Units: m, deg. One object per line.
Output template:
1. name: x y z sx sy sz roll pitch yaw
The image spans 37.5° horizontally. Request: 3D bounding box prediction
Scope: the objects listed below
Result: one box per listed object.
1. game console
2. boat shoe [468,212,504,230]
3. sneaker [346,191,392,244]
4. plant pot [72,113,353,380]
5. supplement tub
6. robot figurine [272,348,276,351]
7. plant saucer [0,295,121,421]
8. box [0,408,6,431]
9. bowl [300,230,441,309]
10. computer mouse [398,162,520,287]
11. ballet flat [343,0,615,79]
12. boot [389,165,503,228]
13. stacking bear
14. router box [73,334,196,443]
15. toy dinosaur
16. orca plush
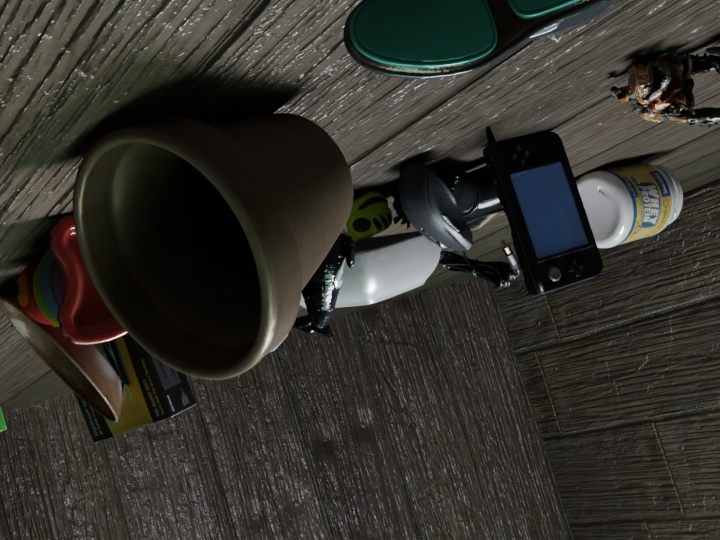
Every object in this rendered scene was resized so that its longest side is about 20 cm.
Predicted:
1. game console: 0.232 -0.079 1.317 0.174 0.203 0.116 -15 175 -25
2. boat shoe: 0.199 -0.111 1.576 0.071 0.077 0.200 -17 176 -29
3. sneaker: -0.043 -0.050 1.376 0.199 0.075 0.083 -13 169 -44
4. plant pot: -0.098 -0.045 0.836 0.199 0.202 0.174 -23 -168 43
5. supplement tub: 0.507 -0.128 2.024 0.198 0.146 0.144 -14 173 -38
6. robot figurine: -0.154 0.029 1.349 0.113 0.170 0.200 -35 180 -29
7. plant saucer: -0.349 0.097 1.268 0.037 0.201 0.200 -45 -174 -23
8. box: -0.930 0.354 2.370 0.175 0.098 0.199 -25 172 38
9. bowl: 0.000 0.000 1.449 0.198 0.076 0.199 -6 -171 40
10. computer mouse: 0.119 -0.044 1.313 0.139 0.201 0.046 18 -120 40
11. ballet flat: 0.083 -0.166 0.691 0.198 0.074 0.073 -20 175 -5
12. boot: 0.146 -0.114 1.424 0.197 0.074 0.162 -25 165 28
13. stacking bear: -0.292 0.015 1.092 0.113 0.123 0.199 -5 178 -35
14. router box: -0.312 0.105 1.357 0.156 0.202 0.052 -22 180 35
15. toy dinosaur: 0.351 -0.206 1.188 0.134 0.104 0.200 -4 -162 20
16. orca plush: -0.067 -0.006 1.252 0.070 0.105 0.202 -15 138 -34
